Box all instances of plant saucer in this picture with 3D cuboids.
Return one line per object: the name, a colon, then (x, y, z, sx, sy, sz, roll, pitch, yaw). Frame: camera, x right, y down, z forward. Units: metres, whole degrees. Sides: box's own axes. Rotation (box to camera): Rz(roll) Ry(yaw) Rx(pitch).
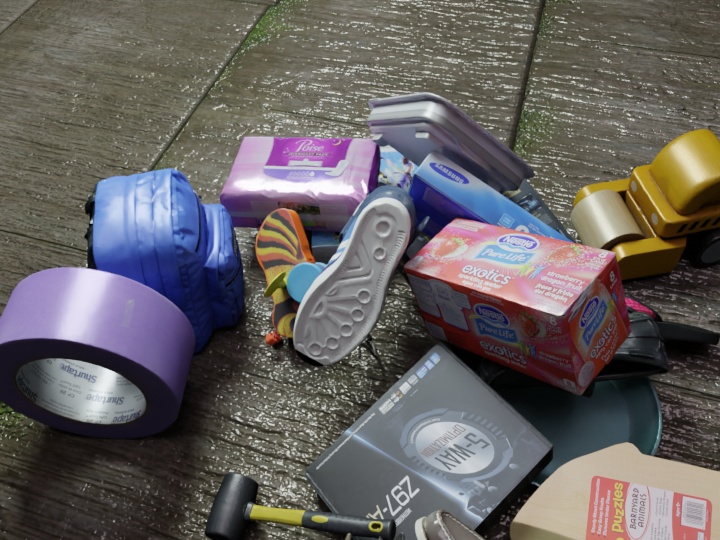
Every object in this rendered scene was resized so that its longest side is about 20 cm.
plant saucer: (0.218, 0.150, 0.752, 0.197, 0.036, 0.202, -2, 50, 3)

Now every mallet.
mallet: (-0.058, 0.230, 0.675, 0.197, 0.041, 0.067, -8, 50, 20)

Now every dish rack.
dish rack: (0.095, -0.144, 0.835, 0.044, 0.171, 0.200, -59, 25, -4)

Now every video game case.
video game case: (0.026, -0.098, 0.959, 0.178, 0.046, 0.202, -3, 51, 3)

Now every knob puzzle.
knob puzzle: (0.238, 0.262, 0.648, 0.216, 0.031, 0.223, -4, 68, 10)

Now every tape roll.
tape roll: (-0.279, 0.093, 0.729, 0.197, 0.201, 0.086, 0, 50, 4)

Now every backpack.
backpack: (-0.227, -0.020, 0.815, 0.165, 0.201, 0.164, -14, 50, -7)

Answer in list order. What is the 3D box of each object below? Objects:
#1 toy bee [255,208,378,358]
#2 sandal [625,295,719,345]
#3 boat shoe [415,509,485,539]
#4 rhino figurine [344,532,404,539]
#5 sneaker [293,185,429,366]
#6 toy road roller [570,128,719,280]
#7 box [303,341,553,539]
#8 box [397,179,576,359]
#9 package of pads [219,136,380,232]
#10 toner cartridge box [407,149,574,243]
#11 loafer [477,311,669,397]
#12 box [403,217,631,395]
toy bee: (-0.080, 0.035, 0.823, 0.108, 0.131, 0.202, -32, 63, 10)
sandal: (0.310, 0.049, 0.800, 0.197, 0.046, 0.075, 7, 7, 3)
boat shoe: (0.130, 0.273, 0.588, 0.200, 0.072, 0.060, 46, 108, 2)
rhino figurine: (0.055, 0.296, 0.588, 0.200, 0.060, 0.087, 47, 58, -1)
sneaker: (0.000, 0.000, 0.774, 0.080, 0.202, 0.147, 28, 14, -1)
toy road roller: (0.373, -0.087, 0.858, 0.197, 0.147, 0.124, -11, 50, -5)
box: (0.066, 0.195, 0.695, 0.200, 0.044, 0.160, -41, 58, -10)
box: (0.159, -0.012, 0.849, 0.198, 0.051, 0.159, -30, 74, -20)
package of pads: (-0.074, -0.114, 0.906, 0.197, 0.076, 0.122, 3, 52, 11)
toner cartridge box: (0.143, -0.043, 0.780, 0.199, 0.095, 0.043, 36, 65, 9)
loafer: (0.222, 0.097, 0.726, 0.197, 0.068, 0.071, -12, 56, -2)
box: (0.151, 0.027, 0.690, 0.095, 0.101, 0.199, -41, 35, -25)
